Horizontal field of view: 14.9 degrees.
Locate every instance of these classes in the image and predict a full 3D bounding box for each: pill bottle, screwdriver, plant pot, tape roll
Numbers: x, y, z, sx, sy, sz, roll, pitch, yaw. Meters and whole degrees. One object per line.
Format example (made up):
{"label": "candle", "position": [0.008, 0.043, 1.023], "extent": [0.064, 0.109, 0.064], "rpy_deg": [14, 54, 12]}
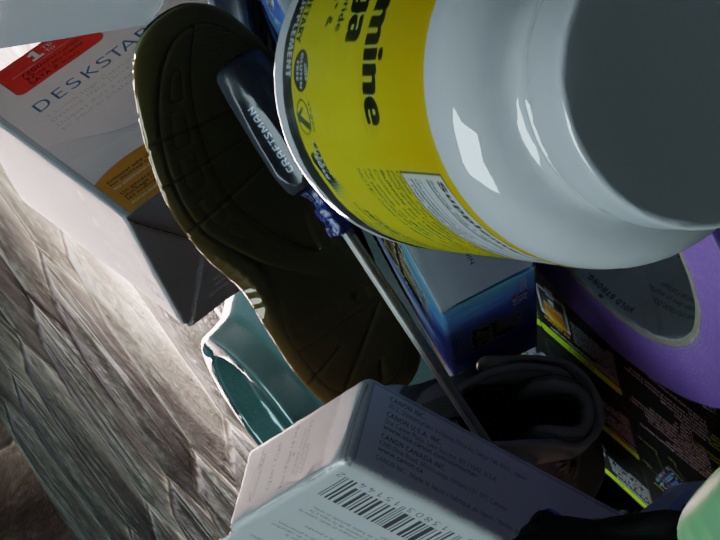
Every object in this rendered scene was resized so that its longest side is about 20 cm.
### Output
{"label": "pill bottle", "position": [0.056, -0.058, 0.820], "extent": [0.113, 0.112, 0.200], "rpy_deg": [56, 164, -14]}
{"label": "screwdriver", "position": [0.000, 0.000, 1.106], "extent": [0.200, 0.029, 0.028], "rpy_deg": [61, 178, -1]}
{"label": "plant pot", "position": [0.000, 0.046, 1.479], "extent": [0.200, 0.134, 0.200], "rpy_deg": [48, 165, 18]}
{"label": "tape roll", "position": [0.108, -0.045, 1.062], "extent": [0.200, 0.066, 0.200], "rpy_deg": [49, 166, 16]}

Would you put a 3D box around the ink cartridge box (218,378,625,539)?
{"label": "ink cartridge box", "position": [0.033, 0.135, 1.153], "extent": [0.200, 0.045, 0.176], "rpy_deg": [29, 143, -20]}

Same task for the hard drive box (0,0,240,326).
{"label": "hard drive box", "position": [-0.091, -0.076, 1.432], "extent": [0.200, 0.156, 0.077], "rpy_deg": [32, 155, 52]}

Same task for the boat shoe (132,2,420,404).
{"label": "boat shoe", "position": [-0.042, -0.029, 1.170], "extent": [0.201, 0.072, 0.066], "rpy_deg": [59, 175, -25]}

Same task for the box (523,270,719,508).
{"label": "box", "position": [0.124, 0.039, 1.251], "extent": [0.200, 0.048, 0.193], "rpy_deg": [42, 164, 38]}

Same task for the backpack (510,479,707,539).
{"label": "backpack", "position": [0.119, 0.170, 0.953], "extent": [0.191, 0.154, 0.200], "rpy_deg": [60, 169, -2]}

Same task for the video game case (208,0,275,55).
{"label": "video game case", "position": [-0.054, -0.151, 1.203], "extent": [0.200, 0.018, 0.143], "rpy_deg": [85, -176, -52]}

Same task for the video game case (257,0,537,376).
{"label": "video game case", "position": [0.013, -0.052, 1.141], "extent": [0.181, 0.045, 0.200], "rpy_deg": [61, 178, 11]}

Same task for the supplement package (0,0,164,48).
{"label": "supplement package", "position": [-0.172, -0.215, 1.237], "extent": [0.191, 0.147, 0.200], "rpy_deg": [144, 114, -76]}

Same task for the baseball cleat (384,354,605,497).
{"label": "baseball cleat", "position": [0.076, 0.079, 1.201], "extent": [0.200, 0.106, 0.070], "rpy_deg": [4, -109, -56]}

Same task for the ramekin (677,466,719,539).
{"label": "ramekin", "position": [0.191, 0.066, 0.812], "extent": [0.098, 0.200, 0.200], "rpy_deg": [57, 167, 15]}

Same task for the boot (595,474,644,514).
{"label": "boot", "position": [0.180, 0.172, 1.358], "extent": [0.198, 0.073, 0.163], "rpy_deg": [23, 142, 60]}
